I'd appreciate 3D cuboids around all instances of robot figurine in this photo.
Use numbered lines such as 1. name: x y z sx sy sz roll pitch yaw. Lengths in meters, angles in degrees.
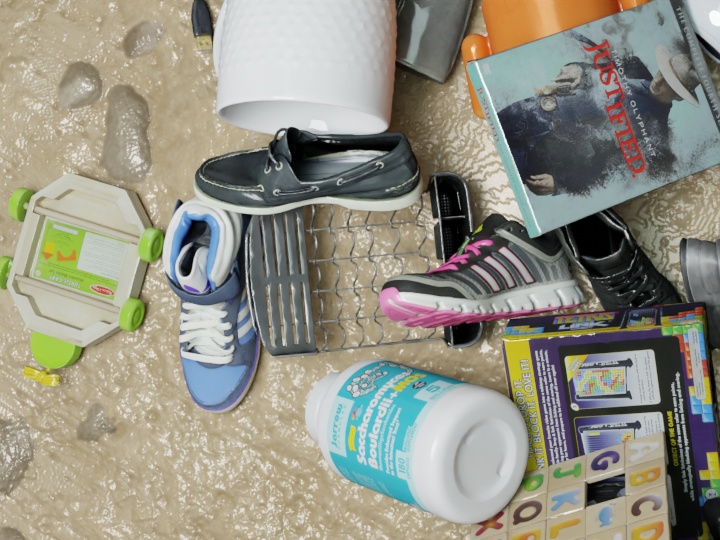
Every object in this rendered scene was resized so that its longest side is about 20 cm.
1. robot figurine: 0.168 -0.181 1.217 0.143 0.117 0.201 -13 86 -20

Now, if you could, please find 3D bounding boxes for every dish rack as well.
1. dish rack: 0.000 0.000 1.263 0.199 0.055 0.154 -5 86 -8

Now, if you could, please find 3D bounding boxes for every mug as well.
1. mug: -0.059 -0.210 1.233 0.200 0.147 0.176 -3 80 48

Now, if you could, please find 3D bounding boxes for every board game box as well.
1. board game box: 0.213 0.133 1.198 0.165 0.057 0.201 -5 107 17

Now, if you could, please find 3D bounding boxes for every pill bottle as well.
1. pill bottle: 0.038 0.137 1.219 0.200 0.111 0.111 11 92 51

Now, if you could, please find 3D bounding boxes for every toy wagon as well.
1. toy wagon: -0.276 0.011 1.381 0.155 0.040 0.201 17 94 16

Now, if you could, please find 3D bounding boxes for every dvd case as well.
1. dvd case: 0.195 -0.126 1.145 0.199 0.022 0.146 -20 90 -22

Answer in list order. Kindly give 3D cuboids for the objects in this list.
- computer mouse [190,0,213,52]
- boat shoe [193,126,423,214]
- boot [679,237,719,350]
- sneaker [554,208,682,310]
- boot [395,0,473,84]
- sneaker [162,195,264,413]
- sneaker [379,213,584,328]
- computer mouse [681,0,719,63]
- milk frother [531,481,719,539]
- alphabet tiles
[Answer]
1. computer mouse: -0.087 -0.213 1.327 0.140 0.046 0.201 -16 85 14
2. boat shoe: -0.048 -0.091 1.226 0.199 0.075 0.066 5 135 12
3. boot: 0.316 -0.025 1.158 0.131 0.070 0.201 -3 110 26
4. sneaker: 0.203 -0.010 1.192 0.060 0.104 0.200 -36 92 11
5. boot: 0.036 -0.289 1.289 0.181 0.073 0.200 29 103 17
6. sneaker: -0.142 0.030 1.285 0.080 0.146 0.201 9 91 16
7. sneaker: 0.098 -0.002 1.210 0.074 0.199 0.088 -19 78 58
8. computer mouse: 0.274 -0.250 1.203 0.110 0.044 0.200 -45 64 12
9. milk frother: 0.235 0.286 1.112 0.180 0.200 0.189 -18 110 16
10. alphabet tiles: 0.156 0.208 1.102 0.167 0.200 0.008 -21 115 20
